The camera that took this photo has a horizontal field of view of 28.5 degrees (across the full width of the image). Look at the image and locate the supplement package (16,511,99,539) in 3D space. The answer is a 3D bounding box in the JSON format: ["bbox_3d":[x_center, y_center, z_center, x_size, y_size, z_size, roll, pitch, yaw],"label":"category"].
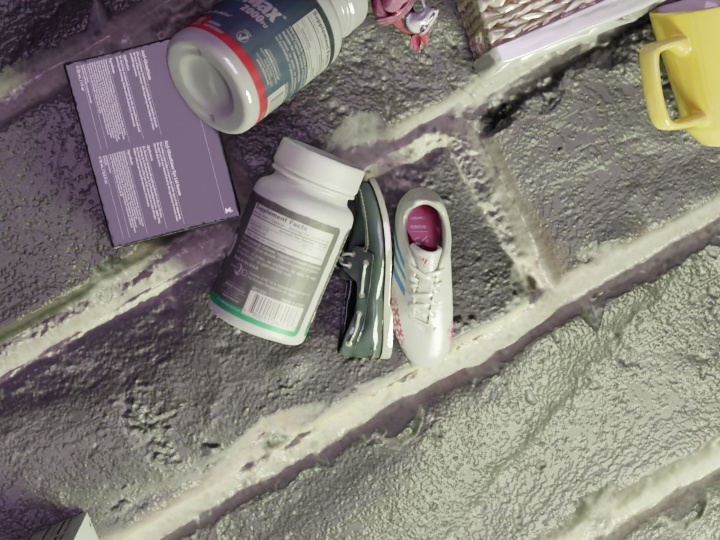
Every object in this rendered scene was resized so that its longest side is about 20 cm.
[{"bbox_3d":[-0.362,0.377,1.506,0.200,0.151,0.152,-22,95,-2],"label":"supplement package"}]

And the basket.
[{"bbox_3d":[0.203,-0.299,1.502,0.200,0.136,0.123,-22,92,-3],"label":"basket"}]

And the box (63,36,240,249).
[{"bbox_3d":[-0.218,-0.137,1.511,0.141,0.079,0.200,-14,95,-1],"label":"box"}]

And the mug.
[{"bbox_3d":[0.378,-0.213,1.522,0.186,0.149,0.153,-12,104,-2],"label":"mug"}]

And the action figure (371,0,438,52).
[{"bbox_3d":[0.020,-0.320,1.486,0.149,0.134,0.200,-19,94,-1],"label":"action figure"}]

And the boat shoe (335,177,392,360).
[{"bbox_3d":[0.000,0.000,1.542,0.062,0.073,0.200,-4,100,-8],"label":"boat shoe"}]

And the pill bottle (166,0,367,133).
[{"bbox_3d":[-0.090,-0.240,1.455,0.200,0.120,0.120,-43,97,-30],"label":"pill bottle"}]

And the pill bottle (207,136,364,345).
[{"bbox_3d":[-0.076,-0.032,1.507,0.113,0.113,0.200,23,96,-6],"label":"pill bottle"}]

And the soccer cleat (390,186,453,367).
[{"bbox_3d":[0.066,0.010,1.539,0.070,0.086,0.200,-4,95,-4],"label":"soccer cleat"}]
